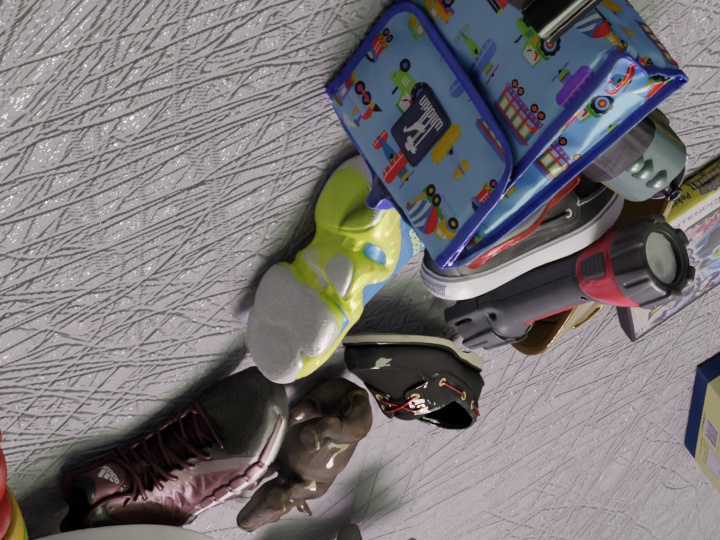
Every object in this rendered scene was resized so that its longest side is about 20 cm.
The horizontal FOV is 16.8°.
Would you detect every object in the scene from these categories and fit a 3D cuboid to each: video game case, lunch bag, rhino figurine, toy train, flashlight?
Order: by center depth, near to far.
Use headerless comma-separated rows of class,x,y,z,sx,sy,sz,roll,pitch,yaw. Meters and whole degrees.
lunch bag,0.074,-0.109,1.499,0.200,0.151,0.094,-46,153,22
toy train,0.162,-0.105,1.664,0.085,0.114,0.200,-39,155,11
flashlight,0.160,0.015,1.852,0.199,0.068,0.068,-23,-162,45
rhino figurine,-0.048,0.154,1.927,0.087,0.060,0.200,-29,160,-38
video game case,0.293,-0.030,2.074,0.180,0.026,0.200,-34,155,-4

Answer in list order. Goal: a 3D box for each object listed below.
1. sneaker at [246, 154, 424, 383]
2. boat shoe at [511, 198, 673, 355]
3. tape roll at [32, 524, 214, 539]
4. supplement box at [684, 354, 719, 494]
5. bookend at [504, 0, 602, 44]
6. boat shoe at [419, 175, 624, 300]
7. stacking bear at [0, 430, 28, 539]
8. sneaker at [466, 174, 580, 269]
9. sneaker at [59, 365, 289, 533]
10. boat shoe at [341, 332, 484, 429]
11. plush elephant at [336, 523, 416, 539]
sneaker,0.000,0.000,1.693,0.105,0.076,0.200,-10,145,-44
boat shoe,0.184,-0.018,1.915,0.200,0.074,0.066,-49,165,31
tape roll,-0.200,0.241,1.829,0.201,0.037,0.203,-8,156,-4
supplement box,0.439,0.181,2.427,0.134,0.200,0.200,-30,155,-11
bookend,0.034,-0.234,1.168,0.092,0.199,0.200,-40,155,16
boat shoe,0.120,-0.047,1.782,0.199,0.070,0.067,-26,131,-32
stacking bear,-0.275,0.170,1.618,0.121,0.114,0.201,-23,148,-25
sneaker,0.084,-0.084,1.647,0.078,0.116,0.200,-31,-173,16
sneaker,-0.145,0.143,1.770,0.200,0.076,0.115,-47,150,25
boat shoe,0.043,0.085,1.891,0.073,0.064,0.201,1,169,24
plush elephant,-0.005,0.293,2.130,0.155,0.199,0.165,-46,153,-22
